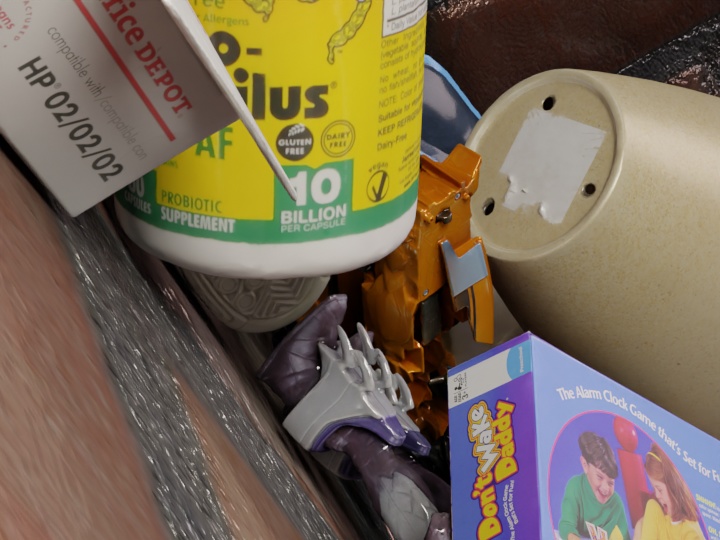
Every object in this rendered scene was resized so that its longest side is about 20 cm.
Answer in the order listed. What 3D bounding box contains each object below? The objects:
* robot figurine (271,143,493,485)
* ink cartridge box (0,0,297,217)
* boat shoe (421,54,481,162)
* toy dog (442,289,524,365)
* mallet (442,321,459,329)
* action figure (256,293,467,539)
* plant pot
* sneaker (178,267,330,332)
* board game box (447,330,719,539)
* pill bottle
[{"bbox_3d":[0.010,0.015,0.980,0.145,0.058,0.200,36,-32,32],"label":"robot figurine"},{"bbox_3d":[-0.102,-0.099,0.644,0.200,0.068,0.115,59,1,34],"label":"ink cartridge box"},{"bbox_3d":[0.051,-0.028,1.111,0.200,0.084,0.069,40,50,-31],"label":"boat shoe"},{"bbox_3d":[0.049,0.024,1.255,0.200,0.194,0.140,26,22,-7],"label":"toy dog"},{"bbox_3d":[0.000,0.000,1.106,0.200,0.041,0.066,3,72,-66],"label":"mallet"},{"bbox_3d":[0.034,0.108,0.879,0.200,0.069,0.130,53,14,22],"label":"action figure"},{"bbox_3d":[0.140,-0.013,1.014,0.200,0.187,0.187,30,22,-44],"label":"plant pot"},{"bbox_3d":[-0.075,-0.075,0.883,0.200,0.077,0.111,65,-8,-30],"label":"sneaker"},{"bbox_3d":[0.119,0.126,0.865,0.200,0.045,0.135,29,47,-37],"label":"board game box"},{"bbox_3d":[-0.031,-0.108,0.755,0.113,0.113,0.200,-118,-152,-64],"label":"pill bottle"}]
